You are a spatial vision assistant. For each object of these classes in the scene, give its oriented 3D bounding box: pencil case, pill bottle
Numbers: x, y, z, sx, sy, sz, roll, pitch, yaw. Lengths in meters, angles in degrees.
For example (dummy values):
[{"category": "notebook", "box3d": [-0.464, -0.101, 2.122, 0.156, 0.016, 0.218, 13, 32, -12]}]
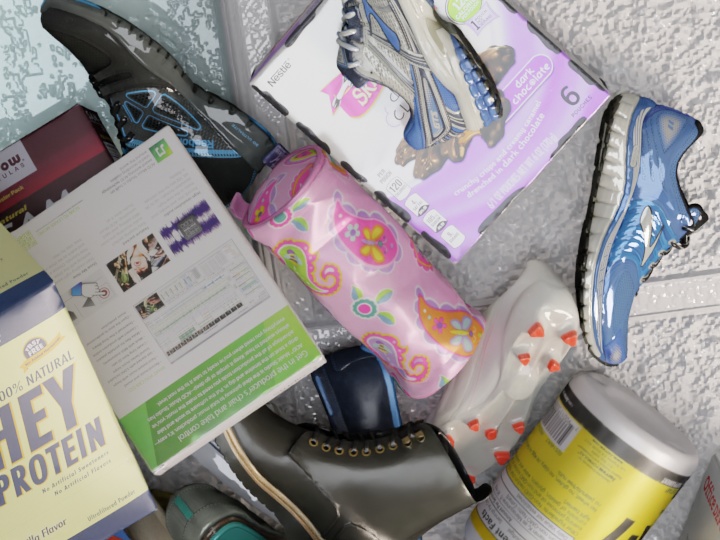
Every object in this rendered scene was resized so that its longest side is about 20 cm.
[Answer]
[{"category": "pencil case", "box3d": [0.000, 0.000, 1.636, 0.087, 0.087, 0.200, -41, 113, 10]}, {"category": "pill bottle", "box3d": [0.149, 0.184, 1.703, 0.114, 0.114, 0.200, 34, 102, -8]}]

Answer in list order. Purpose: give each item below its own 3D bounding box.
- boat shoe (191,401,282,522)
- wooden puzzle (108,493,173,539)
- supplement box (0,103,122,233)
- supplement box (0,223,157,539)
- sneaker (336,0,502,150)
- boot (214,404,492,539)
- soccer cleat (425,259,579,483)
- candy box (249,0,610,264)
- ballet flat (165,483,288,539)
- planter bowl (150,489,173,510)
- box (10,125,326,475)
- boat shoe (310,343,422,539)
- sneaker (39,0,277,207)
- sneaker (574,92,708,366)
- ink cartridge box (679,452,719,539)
[{"category": "boat shoe", "box3d": [-0.091, 0.115, 1.714, 0.200, 0.072, 0.066, 42, 99, -4]}, {"category": "wooden puzzle", "box3d": [-0.260, 0.187, 1.682, 0.200, 0.046, 0.185, -36, 78, -11]}, {"category": "supplement box", "box3d": [-0.192, -0.007, 1.655, 0.109, 0.061, 0.200, -31, 84, 3]}, {"category": "supplement box", "box3d": [-0.263, 0.077, 1.552, 0.134, 0.200, 0.200, -30, 125, -15]}, {"category": "sneaker", "box3d": [0.013, -0.167, 1.564, 0.085, 0.077, 0.200, -32, 100, 10]}, {"category": "boot", "box3d": [-0.014, 0.120, 1.640, 0.138, 0.077, 0.200, -33, 110, 12]}, {"category": "soccer cleat", "box3d": [0.100, 0.080, 1.707, 0.069, 0.078, 0.200, 18, 124, -23]}, {"category": "candy box", "box3d": [0.048, -0.134, 1.646, 0.200, 0.072, 0.168, 40, 101, -8]}, {"category": "ballet flat", "box3d": [-0.080, 0.210, 1.715, 0.067, 0.064, 0.200, -47, 143, -3]}, {"category": "planter bowl", "box3d": [-0.171, 0.273, 1.743, 0.200, 0.083, 0.201, 0, 103, 0]}, {"category": "box", "box3d": [-0.136, 0.021, 1.594, 0.144, 0.036, 0.200, -34, 79, 0]}, {"category": "boat shoe", "box3d": [0.005, 0.156, 1.724, 0.069, 0.084, 0.200, -11, 87, 2]}, {"category": "sneaker", "box3d": [-0.156, -0.120, 1.645, 0.200, 0.073, 0.082, 38, 90, -8]}, {"category": "sneaker", "box3d": [0.206, -0.024, 1.670, 0.089, 0.079, 0.200, 10, 104, 0]}, {"category": "ink cartridge box", "box3d": [0.273, 0.255, 1.703, 0.084, 0.146, 0.200, 18, 104, -3]}]
